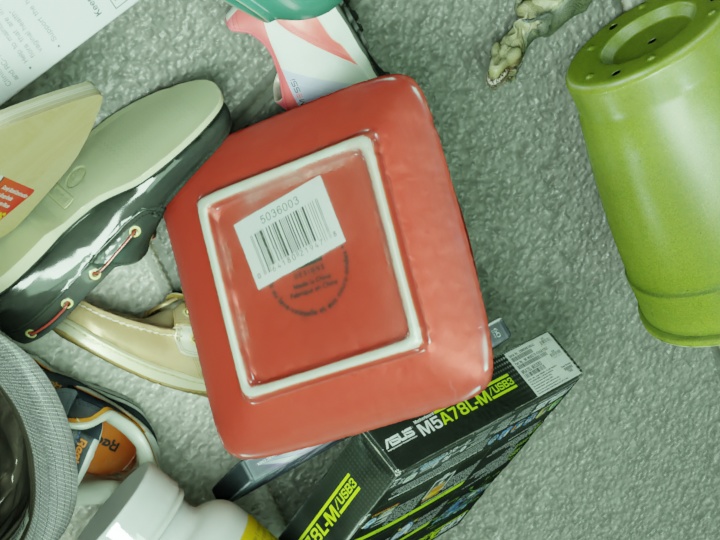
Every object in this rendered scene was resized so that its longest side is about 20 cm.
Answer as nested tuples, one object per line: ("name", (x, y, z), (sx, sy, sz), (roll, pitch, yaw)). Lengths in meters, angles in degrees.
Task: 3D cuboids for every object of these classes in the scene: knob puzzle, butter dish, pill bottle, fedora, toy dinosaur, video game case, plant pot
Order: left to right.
("fedora", (-0.250, 0.095, 0.999), (0.175, 0.090, 0.201), (-12, 112, 2))
("knob puzzle", (-0.226, -0.043, 0.940), (0.219, 0.220, 0.031), (-38, 83, -8))
("pill bottle", (-0.081, 0.213, 1.062), (0.200, 0.111, 0.111), (42, 89, -10))
("video game case", (-0.002, 0.098, 1.159), (0.199, 0.143, 0.019), (-27, 83, -17))
("butter dish", (0.000, 0.000, 1.079), (0.148, 0.199, 0.201), (-1, 74, -61))
("toy dinosaur", (0.146, -0.208, 1.155), (0.200, 0.047, 0.088), (-38, 138, -8))
("plant pot", (0.240, -0.086, 1.184), (0.200, 0.200, 0.194), (-36, 111, -9))

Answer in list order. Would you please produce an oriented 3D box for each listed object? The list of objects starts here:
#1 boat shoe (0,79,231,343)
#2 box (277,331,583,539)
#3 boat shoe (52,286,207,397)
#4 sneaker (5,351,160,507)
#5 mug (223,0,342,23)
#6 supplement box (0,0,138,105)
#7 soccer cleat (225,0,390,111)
("boat shoe", (-0.156, -0.038, 1.056), (0.201, 0.074, 0.063), (-41, 128, -2))
("box", (0.036, 0.141, 1.158), (0.199, 0.048, 0.193), (-23, 157, -43))
("boat shoe", (-0.106, 0.043, 1.124), (0.199, 0.074, 0.070), (20, 91, -35))
("sneaker", (-0.212, 0.096, 1.082), (0.199, 0.079, 0.079), (18, 104, -31))
("mug", (-0.074, -0.219, 0.971), (0.184, 0.152, 0.115), (28, 93, -21))
("supplement box", (-0.226, -0.150, 0.952), (0.200, 0.101, 0.104), (-40, 123, -7))
("soccer cleat", (-0.014, -0.109, 1.111), (0.073, 0.068, 0.201), (-26, 125, 8))
